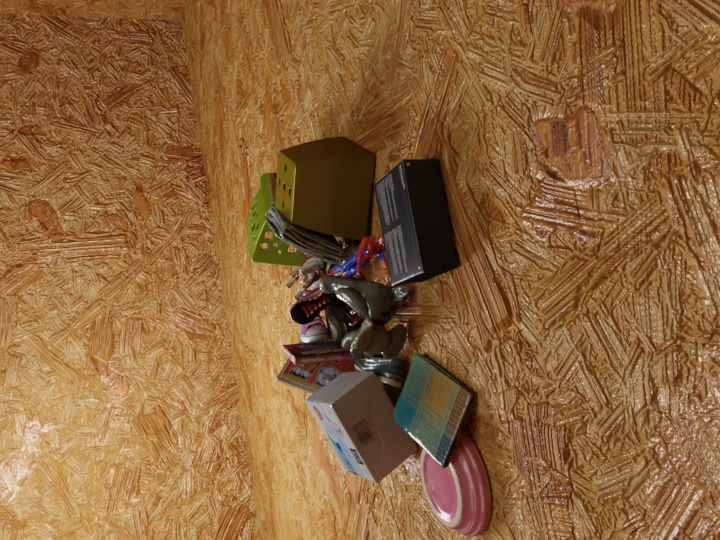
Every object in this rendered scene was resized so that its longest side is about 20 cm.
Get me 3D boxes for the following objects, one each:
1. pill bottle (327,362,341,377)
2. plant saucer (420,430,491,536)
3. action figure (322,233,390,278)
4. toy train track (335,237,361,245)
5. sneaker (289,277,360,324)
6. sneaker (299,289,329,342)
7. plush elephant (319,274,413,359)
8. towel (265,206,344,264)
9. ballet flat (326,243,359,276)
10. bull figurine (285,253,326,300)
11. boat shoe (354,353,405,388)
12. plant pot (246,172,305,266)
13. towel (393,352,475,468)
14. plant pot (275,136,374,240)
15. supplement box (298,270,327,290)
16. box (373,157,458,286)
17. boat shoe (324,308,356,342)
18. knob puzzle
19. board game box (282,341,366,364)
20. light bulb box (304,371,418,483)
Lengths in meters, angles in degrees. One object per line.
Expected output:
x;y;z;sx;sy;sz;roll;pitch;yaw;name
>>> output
-0.072;0.265;1.603;0.201;0.110;0.112;-119;31;-42;pill bottle
0.167;0.391;1.139;0.200;0.050;0.204;172;90;-67;plant saucer
0.000;0.000;1.356;0.200;0.065;0.100;-45;49;34;action figure
-0.051;-0.082;1.551;0.200;0.032;0.117;-147;54;-61;toy train track
-0.083;0.058;1.509;0.074;0.198;0.087;63;-167;-19;sneaker
-0.132;0.113;1.583;0.200;0.072;0.116;-145;44;-73;sneaker
0.015;0.108;1.278;0.198;0.164;0.157;1;72;44;plush elephant
-0.134;-0.085;1.459;0.049;0.170;0.200;-61;23;10;towel
-0.051;-0.008;1.505;0.200;0.071;0.073;135;124;-63;ballet flat
-0.126;-0.002;1.502;0.121;0.065;0.200;-45;6;19;bull figurine
0.047;0.214;1.380;0.200;0.072;0.063;5;75;69;boat shoe
-0.193;-0.143;1.648;0.201;0.196;0.183;-105;28;-45;plant pot
0.134;0.257;1.154;0.200;0.021;0.149;29;100;62;towel
-0.095;-0.193;1.418;0.200;0.174;0.203;-137;49;-56;plant pot
-0.114;0.021;1.692;0.200;0.066;0.070;-147;56;-62;supplement box
0.098;-0.086;1.128;0.141;0.078;0.203;150;111;-69;box
-0.048;0.131;1.559;0.200;0.072;0.076;-125;25;-72;boat shoe
-0.091;0.221;1.549;0.031;0.217;0.221;83;163;-45;knob puzzle
-0.080;0.196;1.486;0.103;0.197;0.020;-154;65;-63;board game box
-0.003;0.341;1.367;0.200;0.124;0.200;60;157;-3;light bulb box
